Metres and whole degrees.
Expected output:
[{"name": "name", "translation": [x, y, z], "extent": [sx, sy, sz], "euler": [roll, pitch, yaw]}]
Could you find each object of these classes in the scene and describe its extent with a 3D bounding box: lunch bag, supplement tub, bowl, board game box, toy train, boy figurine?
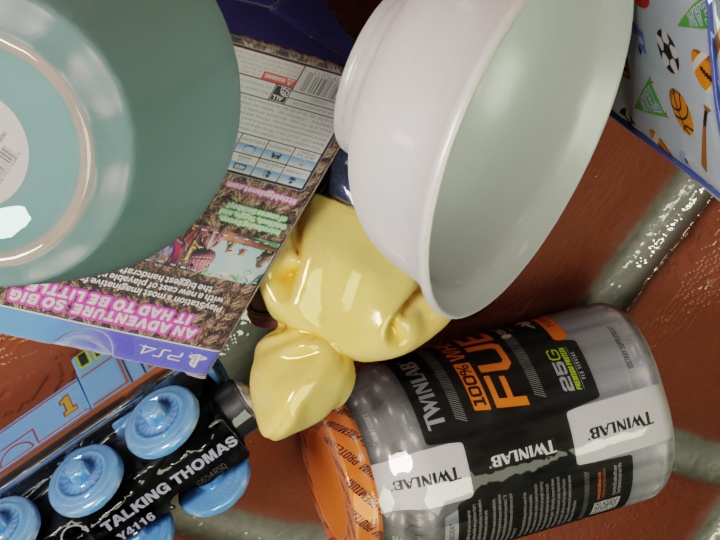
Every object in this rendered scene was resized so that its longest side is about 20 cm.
[{"name": "lunch bag", "translation": [0.171, -0.127, 1.505], "extent": [0.075, 0.200, 0.161], "euler": [-20, 120, -13]}, {"name": "supplement tub", "translation": [0.073, 0.099, 1.692], "extent": [0.199, 0.123, 0.123], "euler": [-15, 132, -16]}, {"name": "bowl", "translation": [-0.163, -0.072, 1.338], "extent": [0.199, 0.105, 0.202], "euler": [4, 111, 10]}, {"name": "board game box", "translation": [-0.115, -0.063, 1.481], "extent": [0.159, 0.097, 0.201], "euler": [14, 119, -34]}, {"name": "toy train", "translation": [-0.147, 0.110, 1.595], "extent": [0.200, 0.114, 0.087], "euler": [-35, 131, 3]}, {"name": "boy figurine", "translation": [0.000, 0.000, 1.538], "extent": [0.124, 0.064, 0.201], "euler": [20, 98, -7]}, {"name": "bowl", "translation": [0.049, -0.085, 1.430], "extent": [0.201, 0.090, 0.202], "euler": [-48, 154, -33]}]

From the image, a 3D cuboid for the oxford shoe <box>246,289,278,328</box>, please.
[{"name": "oxford shoe", "translation": [0.014, -0.041, 1.598], "extent": [0.199, 0.070, 0.075], "euler": [-32, 115, -5]}]
